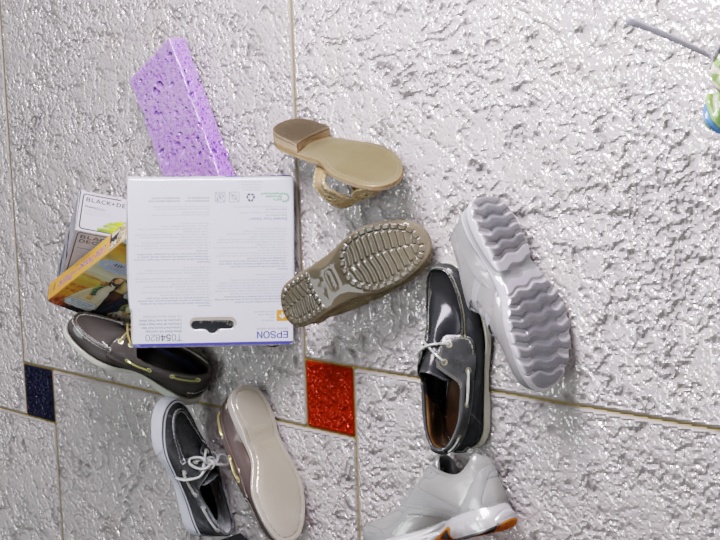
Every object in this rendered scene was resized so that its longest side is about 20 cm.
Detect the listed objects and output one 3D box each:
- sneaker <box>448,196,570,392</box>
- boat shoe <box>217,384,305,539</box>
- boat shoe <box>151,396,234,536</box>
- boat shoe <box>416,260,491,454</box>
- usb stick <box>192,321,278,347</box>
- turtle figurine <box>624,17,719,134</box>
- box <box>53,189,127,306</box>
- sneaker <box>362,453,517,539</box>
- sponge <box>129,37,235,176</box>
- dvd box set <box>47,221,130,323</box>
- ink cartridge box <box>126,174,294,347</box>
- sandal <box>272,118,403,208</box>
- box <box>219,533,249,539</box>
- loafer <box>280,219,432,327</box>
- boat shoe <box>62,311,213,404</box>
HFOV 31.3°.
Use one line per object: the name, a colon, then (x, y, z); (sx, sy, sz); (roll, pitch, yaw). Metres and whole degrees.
sneaker: (0.147, 0.029, 1.284); (0.082, 0.074, 0.201); (-45, 58, 55)
boat shoe: (-0.125, 0.244, 1.582); (0.059, 0.071, 0.201); (-41, 64, 47)
boat shoe: (-0.210, 0.255, 1.652); (0.068, 0.073, 0.201); (-1, 107, 35)
boat shoe: (0.092, 0.091, 1.339); (0.071, 0.067, 0.202); (-3, 92, 47)
usb stick: (-0.163, 0.063, 1.615); (0.199, 0.032, 0.056); (1, 94, 46)
turtle figurine: (0.326, -0.195, 1.004); (0.193, 0.143, 0.202); (-23, 84, 41)
box: (-0.326, -0.017, 1.665); (0.200, 0.116, 0.061); (125, 151, -53)
sneaker: (0.079, 0.249, 1.383); (0.199, 0.075, 0.093); (-23, 73, 37)
sponge: (-0.228, -0.182, 1.641); (0.111, 0.030, 0.201); (-31, 75, 46)
dvd box set: (-0.285, 0.014, 1.627); (0.199, 0.146, 0.030); (-31, 47, 41)
ink cartridge box: (-0.175, -0.012, 1.516); (0.041, 0.198, 0.202); (-134, 44, -81)
sandal: (-0.021, -0.106, 1.433); (0.211, 0.077, 0.070); (31, 138, 44)
box: (-0.205, 0.457, 1.628); (0.086, 0.163, 0.202); (31, 118, 38)
loafer: (0.000, 0.000, 1.421); (0.199, 0.067, 0.077); (-24, 82, 29)
boat shoe: (-0.284, 0.101, 1.659); (0.200, 0.072, 0.061); (27, 132, -8)
